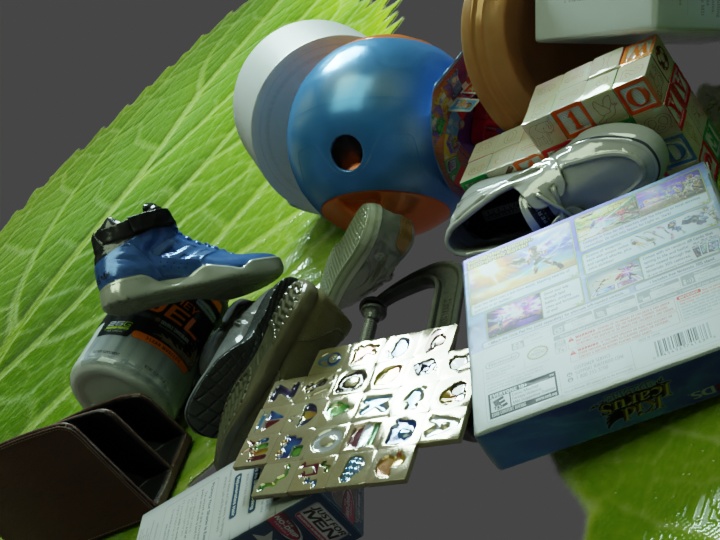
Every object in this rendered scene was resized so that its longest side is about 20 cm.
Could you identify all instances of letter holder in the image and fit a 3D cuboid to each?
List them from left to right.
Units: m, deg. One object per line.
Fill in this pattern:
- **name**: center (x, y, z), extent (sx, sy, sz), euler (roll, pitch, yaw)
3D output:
- **letter holder**: center (-0.296, 0.190, 1.126), extent (0.199, 0.142, 0.101), euler (-26, 28, 31)

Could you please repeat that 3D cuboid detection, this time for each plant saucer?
- **plant saucer**: center (0.181, -0.207, 1.014), extent (0.201, 0.200, 0.037), euler (-51, 20, -21)

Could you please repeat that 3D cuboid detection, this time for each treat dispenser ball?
- **treat dispenser ball**: center (0.027, -0.131, 1.115), extent (0.200, 0.201, 0.201), euler (-32, 26, 18)

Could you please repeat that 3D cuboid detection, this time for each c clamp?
- **c clamp**: center (0.018, 0.070, 1.006), extent (0.170, 0.027, 0.201), euler (-23, 31, 36)

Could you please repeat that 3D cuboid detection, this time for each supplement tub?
- **supplement tub**: center (-0.221, 0.072, 1.236), extent (0.122, 0.123, 0.201), euler (-21, 32, 37)

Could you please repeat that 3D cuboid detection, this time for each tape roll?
- **tape roll**: center (-0.038, -0.177, 1.288), extent (0.202, 0.203, 0.139), euler (-41, 24, 0)

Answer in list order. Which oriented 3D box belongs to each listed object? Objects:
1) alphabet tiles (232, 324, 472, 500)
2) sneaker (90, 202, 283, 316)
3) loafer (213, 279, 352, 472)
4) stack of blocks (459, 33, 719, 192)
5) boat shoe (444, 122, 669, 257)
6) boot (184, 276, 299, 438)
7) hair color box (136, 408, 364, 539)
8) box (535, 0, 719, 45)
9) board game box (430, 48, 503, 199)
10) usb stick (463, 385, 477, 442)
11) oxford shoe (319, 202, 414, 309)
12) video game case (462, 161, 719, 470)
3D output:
- **alphabet tiles**: center (-0.001, 0.107, 0.870), extent (0.199, 0.006, 0.167), euler (-13, 32, 29)
- **sneaker**: center (-0.184, -0.024, 1.188), extent (0.198, 0.112, 0.077), euler (-10, -19, -21)
- **loafer**: center (-0.071, 0.106, 1.002), extent (0.201, 0.067, 0.076), euler (-61, 13, 21)
- **stack of blocks**: center (0.183, -0.100, 0.942), extent (0.199, 0.115, 0.059), euler (-20, 31, 40)
- **boat shoe**: center (0.150, -0.057, 0.903), extent (0.199, 0.072, 0.066), euler (-14, 26, 39)
- **boot**: center (-0.130, 0.099, 1.145), extent (0.131, 0.070, 0.200), euler (-24, 22, 51)
- **hair color box**: center (-0.092, 0.204, 0.902), extent (0.199, 0.061, 0.100), euler (-32, 26, 19)
- **box**: center (0.270, -0.249, 0.950), extent (0.199, 0.107, 0.152), euler (-6, 9, -29)
- **board game box**: center (0.145, -0.153, 1.054), extent (0.039, 0.158, 0.200), euler (17, 59, 41)
- **usb stick**: center (0.131, 0.047, 0.872), extent (0.200, 0.033, 0.055), euler (-51, 27, -20)
- **oxford shoe**: center (0.000, 0.000, 1.078), extent (0.200, 0.057, 0.076), euler (129, 152, -59)
- **video game case**: center (0.171, 0.029, 0.785), extent (0.199, 0.046, 0.182), euler (-23, 36, 19)
